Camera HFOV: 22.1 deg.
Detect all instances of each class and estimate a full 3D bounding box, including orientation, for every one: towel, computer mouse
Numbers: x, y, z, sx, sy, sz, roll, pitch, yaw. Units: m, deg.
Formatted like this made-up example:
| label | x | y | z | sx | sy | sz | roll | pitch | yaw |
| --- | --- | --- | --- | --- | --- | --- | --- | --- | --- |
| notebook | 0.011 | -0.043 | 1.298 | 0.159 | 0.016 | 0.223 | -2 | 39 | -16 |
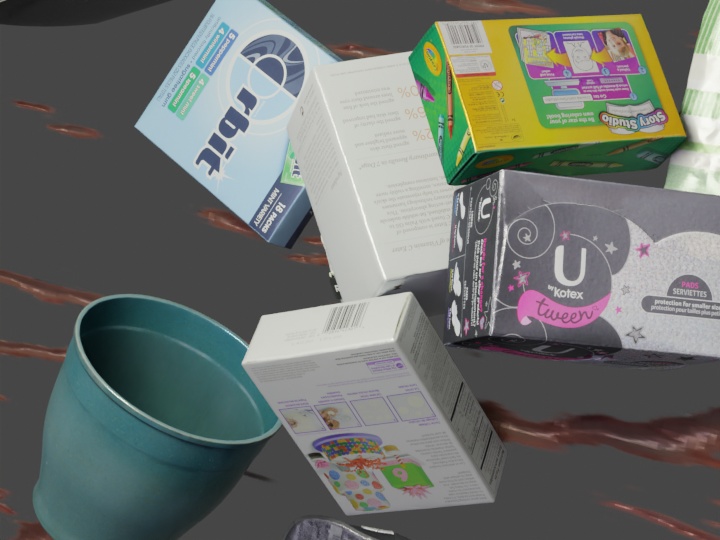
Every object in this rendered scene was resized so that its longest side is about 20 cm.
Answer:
| label | x | y | z | sx | sy | sz | roll | pitch | yaw |
| --- | --- | --- | --- | --- | --- | --- | --- | --- | --- |
| towel | 0.332 | -0.140 | 1.475 | 0.152 | 0.023 | 0.200 | 12 | 89 | 32 |
| computer mouse | 0.021 | 0.288 | 1.572 | 0.200 | 0.046 | 0.141 | 7 | 89 | 26 |

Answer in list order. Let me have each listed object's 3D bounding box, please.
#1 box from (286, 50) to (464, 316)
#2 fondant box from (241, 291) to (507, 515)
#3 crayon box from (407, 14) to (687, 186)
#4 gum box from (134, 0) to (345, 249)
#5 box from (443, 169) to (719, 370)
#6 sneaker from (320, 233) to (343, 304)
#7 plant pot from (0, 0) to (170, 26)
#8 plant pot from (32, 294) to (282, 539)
| label | x | y | z | sx | sy | sz | roll | pitch | yaw |
| --- | --- | --- | --- | --- | --- | --- | --- | --- | --- |
| box | 0.045 | -0.070 | 1.539 | 0.106 | 0.152 | 0.200 | 122 | 134 | -61 |
| fondant box | 0.014 | 0.114 | 1.516 | 0.144 | 0.200 | 0.058 | -9 | 39 | 29 |
| crayon box | 0.151 | -0.138 | 1.479 | 0.058 | 0.200 | 0.119 | -51 | 50 | 56 |
| gum box | -0.093 | -0.146 | 1.710 | 0.200 | 0.045 | 0.170 | 41 | 102 | 28 |
| box | 0.178 | 0.003 | 1.424 | 0.200 | 0.115 | 0.132 | 6 | 82 | -14 |
| sneaker | 0.000 | 0.000 | 1.607 | 0.074 | 0.088 | 0.200 | -16 | 75 | 26 |
| plant pot | -0.264 | -0.335 | 1.766 | 0.200 | 0.177 | 0.200 | -12 | 75 | 27 |
| plant pot | -0.194 | 0.156 | 1.642 | 0.200 | 0.200 | 0.188 | 44 | 119 | 28 |
